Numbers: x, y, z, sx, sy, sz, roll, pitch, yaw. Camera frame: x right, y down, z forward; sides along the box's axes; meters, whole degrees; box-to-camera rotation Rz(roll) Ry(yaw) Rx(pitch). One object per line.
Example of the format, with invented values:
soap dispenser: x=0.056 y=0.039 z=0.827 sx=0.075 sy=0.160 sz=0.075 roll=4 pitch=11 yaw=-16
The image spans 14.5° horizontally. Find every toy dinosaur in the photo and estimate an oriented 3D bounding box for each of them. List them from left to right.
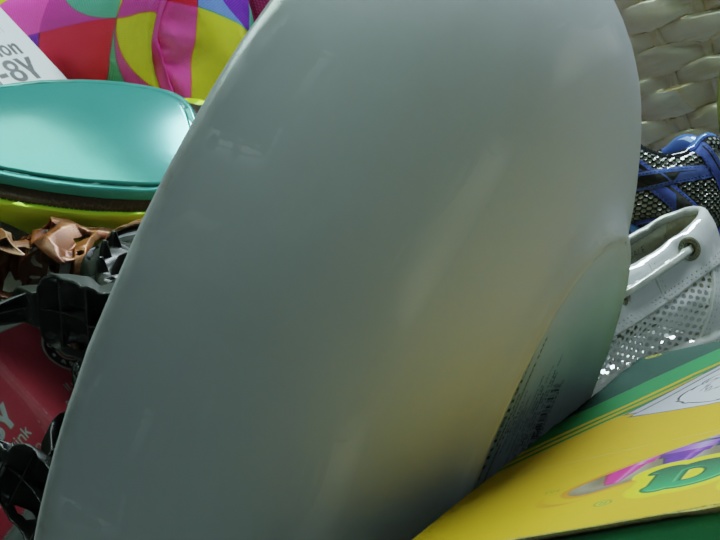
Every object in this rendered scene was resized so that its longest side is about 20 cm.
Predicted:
toy dinosaur: x=-0.059 y=0.027 z=0.849 sx=0.199 sy=0.103 sz=0.136 roll=-3 pitch=19 yaw=16

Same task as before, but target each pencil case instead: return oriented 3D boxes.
pencil case: x=-0.125 y=-0.070 z=1.074 sx=0.199 sy=0.089 sz=0.088 roll=-7 pitch=7 yaw=30

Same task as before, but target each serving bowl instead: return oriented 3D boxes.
serving bowl: x=0.010 y=0.019 z=0.595 sx=0.066 sy=0.201 sz=0.200 roll=25 pitch=17 yaw=14

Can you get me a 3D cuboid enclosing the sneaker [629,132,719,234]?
sneaker: x=0.065 y=-0.048 z=1.185 sx=0.199 sy=0.079 sz=0.075 roll=18 pitch=0 yaw=-14

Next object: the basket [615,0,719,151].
basket: x=0.126 y=-0.083 z=1.329 sx=0.199 sy=0.136 sz=0.123 roll=-13 pitch=6 yaw=24

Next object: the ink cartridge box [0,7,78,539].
ink cartridge box: x=-0.138 y=-0.004 z=0.958 sx=0.084 sy=0.200 sz=0.145 roll=-52 pitch=-16 yaw=31

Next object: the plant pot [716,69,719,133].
plant pot: x=0.227 y=-0.079 z=1.066 sx=0.199 sy=0.201 sz=0.184 roll=-15 pitch=-7 yaw=-18

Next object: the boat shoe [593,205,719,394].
boat shoe: x=0.042 y=0.025 z=0.936 sx=0.199 sy=0.070 sz=0.071 roll=-19 pitch=11 yaw=-33

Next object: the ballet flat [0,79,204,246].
ballet flat: x=-0.045 y=-0.025 z=0.917 sx=0.199 sy=0.067 sz=0.067 roll=-5 pitch=39 yaw=-2

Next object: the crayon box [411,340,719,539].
crayon box: x=0.129 y=0.041 z=0.540 sx=0.199 sy=0.059 sz=0.172 roll=-12 pitch=5 yaw=23
